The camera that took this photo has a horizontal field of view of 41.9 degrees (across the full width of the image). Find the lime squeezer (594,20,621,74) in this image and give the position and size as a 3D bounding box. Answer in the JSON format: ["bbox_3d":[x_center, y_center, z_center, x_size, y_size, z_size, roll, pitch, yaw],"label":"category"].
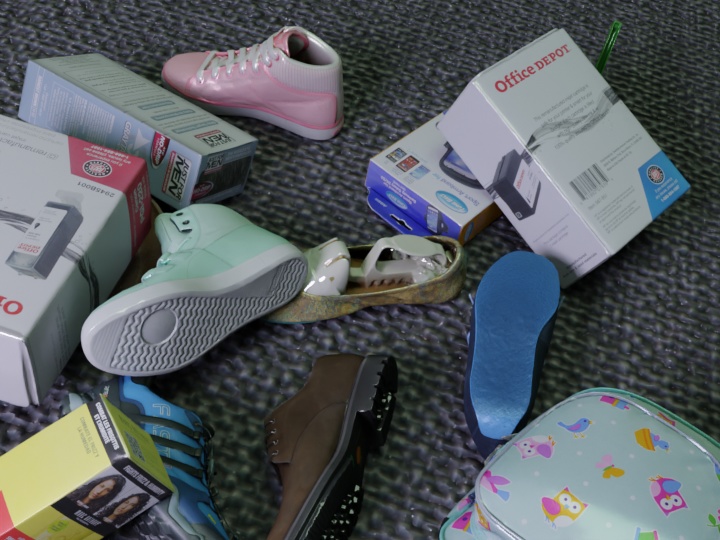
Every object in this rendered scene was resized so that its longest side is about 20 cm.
[{"bbox_3d":[0.245,-0.162,1.012,0.037,0.070,0.202,23,76,-18],"label":"lime squeezer"}]

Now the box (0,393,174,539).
[{"bbox_3d":[-0.218,0.159,0.571,0.199,0.076,0.050,-31,58,-5],"label":"box"}]

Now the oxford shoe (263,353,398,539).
[{"bbox_3d":[-0.038,0.143,0.684,0.083,0.073,0.201,7,43,18],"label":"oxford shoe"}]

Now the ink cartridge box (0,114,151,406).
[{"bbox_3d":[-0.265,-0.015,0.713,0.144,0.085,0.201,17,49,5],"label":"ink cartridge box"}]

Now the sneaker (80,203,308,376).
[{"bbox_3d":[-0.151,0.009,0.740,0.118,0.075,0.199,33,39,33],"label":"sneaker"}]

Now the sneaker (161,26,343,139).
[{"bbox_3d":[-0.107,-0.209,0.955,0.198,0.105,0.076,17,49,6],"label":"sneaker"}]

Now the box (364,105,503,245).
[{"bbox_3d":[0.098,-0.099,0.939,0.119,0.042,0.199,37,50,21],"label":"box"}]

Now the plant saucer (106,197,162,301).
[{"bbox_3d":[-0.261,-0.013,0.793,0.197,0.037,0.202,5,48,-6],"label":"plant saucer"}]

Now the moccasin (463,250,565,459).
[{"bbox_3d":[0.116,0.066,0.777,0.079,0.069,0.201,16,46,14],"label":"moccasin"}]

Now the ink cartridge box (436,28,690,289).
[{"bbox_3d":[0.192,-0.109,0.894,0.145,0.084,0.201,-34,83,-33],"label":"ink cartridge box"}]

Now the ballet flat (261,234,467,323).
[{"bbox_3d":[0.000,0.000,0.812,0.197,0.071,0.071,-5,49,-15],"label":"ballet flat"}]

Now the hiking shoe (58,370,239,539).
[{"bbox_3d":[-0.128,0.139,0.655,0.086,0.075,0.200,-31,60,-32],"label":"hiking shoe"}]

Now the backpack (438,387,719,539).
[{"bbox_3d":[0.162,0.171,0.619,0.175,0.155,0.199,31,45,29],"label":"backpack"}]

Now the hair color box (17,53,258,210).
[{"bbox_3d":[-0.206,-0.132,0.873,0.198,0.061,0.099,29,26,16],"label":"hair color box"}]
